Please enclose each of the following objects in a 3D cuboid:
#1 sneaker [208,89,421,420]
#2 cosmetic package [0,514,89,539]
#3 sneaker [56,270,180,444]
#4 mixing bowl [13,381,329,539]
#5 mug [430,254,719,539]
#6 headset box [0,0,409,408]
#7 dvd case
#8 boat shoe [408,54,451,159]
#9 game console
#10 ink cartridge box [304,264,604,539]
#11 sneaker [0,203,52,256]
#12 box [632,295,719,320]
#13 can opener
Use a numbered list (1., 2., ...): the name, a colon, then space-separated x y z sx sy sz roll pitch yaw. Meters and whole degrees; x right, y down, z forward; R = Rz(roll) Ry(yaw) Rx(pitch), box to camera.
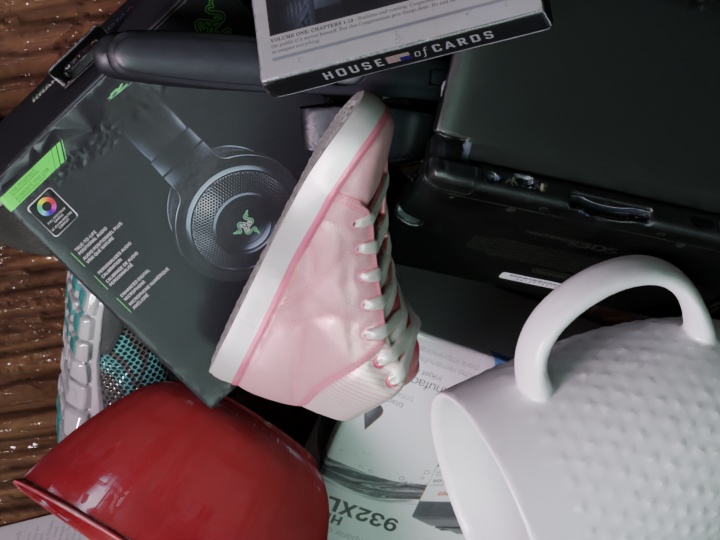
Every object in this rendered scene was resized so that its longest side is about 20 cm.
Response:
1. sneaker: 0.000 0.000 1.232 0.104 0.075 0.201 26 126 -1
2. cosmetic package: -0.175 0.214 1.541 0.199 0.074 0.102 -17 119 14
3. sneaker: -0.139 0.050 1.445 0.091 0.078 0.201 -1 127 -14
4. mixing bowl: -0.093 0.136 1.381 0.200 0.200 0.109 37 77 -17
5. mug: 0.143 0.082 1.279 0.175 0.148 0.201 -22 125 -13
6. headset box: -0.095 -0.059 1.315 0.174 0.093 0.200 -42 112 1
7. dvd case: 0.011 -0.197 1.201 0.150 0.201 0.025 -13 155 13
8. boat shoe: 0.035 -0.118 1.313 0.072 0.068 0.200 -33 113 24
9. game console: 0.124 -0.069 1.261 0.199 0.117 0.176 12 155 -14
10. ink cartridge box: 0.050 0.109 1.447 0.145 0.084 0.200 19 122 -8
11. sneaker: -0.256 -0.051 1.353 0.200 0.116 0.075 36 119 -17
12. box: 0.287 0.067 1.423 0.160 0.044 0.200 -33 114 23
13. can opener: -0.041 -0.104 1.226 0.199 0.063 0.079 7 81 -28
